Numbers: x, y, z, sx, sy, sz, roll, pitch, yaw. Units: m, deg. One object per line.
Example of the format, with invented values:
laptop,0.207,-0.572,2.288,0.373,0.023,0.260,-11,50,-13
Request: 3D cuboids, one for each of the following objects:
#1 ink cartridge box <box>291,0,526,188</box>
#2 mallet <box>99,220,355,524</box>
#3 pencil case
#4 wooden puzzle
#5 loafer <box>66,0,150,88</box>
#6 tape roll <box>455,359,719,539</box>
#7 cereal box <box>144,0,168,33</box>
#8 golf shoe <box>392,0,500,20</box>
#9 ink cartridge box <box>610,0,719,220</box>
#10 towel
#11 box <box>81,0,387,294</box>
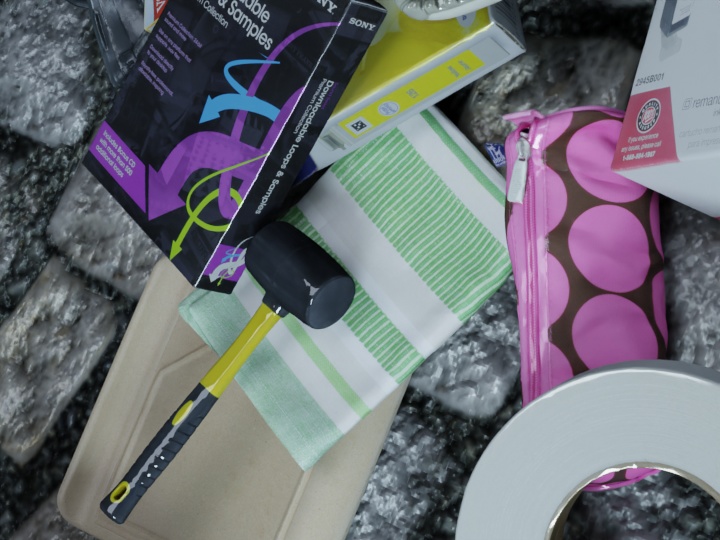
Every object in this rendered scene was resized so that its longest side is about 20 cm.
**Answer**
ink cartridge box,0.000,-0.167,1.309,0.199,0.047,0.199,-27,48,24
mallet,-0.077,0.068,1.230,0.066,0.041,0.201,30,87,34
pencil case,0.117,0.013,1.146,0.090,0.093,0.202,-18,64,32
wooden puzzle,-0.075,0.100,1.295,0.199,0.037,0.186,20,85,34
loafer,-0.178,-0.211,1.460,0.070,0.068,0.201,-33,60,11
tape roll,0.145,0.146,1.057,0.201,0.037,0.205,1,94,18
cereal box,-0.061,-0.247,1.362,0.199,0.039,0.145,-32,44,34
golf shoe,0.110,-0.183,1.193,0.199,0.097,0.078,-30,54,-6
ink cartridge box,0.220,-0.136,1.098,0.145,0.084,0.201,-5,65,66
towel,0.000,0.000,1.255,0.200,0.023,0.153,-42,52,1
box,-0.080,-0.109,1.279,0.143,0.036,0.201,44,111,38
